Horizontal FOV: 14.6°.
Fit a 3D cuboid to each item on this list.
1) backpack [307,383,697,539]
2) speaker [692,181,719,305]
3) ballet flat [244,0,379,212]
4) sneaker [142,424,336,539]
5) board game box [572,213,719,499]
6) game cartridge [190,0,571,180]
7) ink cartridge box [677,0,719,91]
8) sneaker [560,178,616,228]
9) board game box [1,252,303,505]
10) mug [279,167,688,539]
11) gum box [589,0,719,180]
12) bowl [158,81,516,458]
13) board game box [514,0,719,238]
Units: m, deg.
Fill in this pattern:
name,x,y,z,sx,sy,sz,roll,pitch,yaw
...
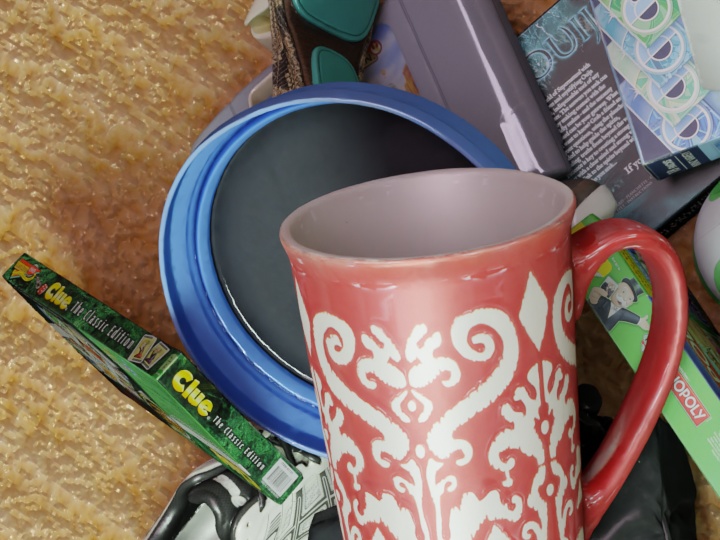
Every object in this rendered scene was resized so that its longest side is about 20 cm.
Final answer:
name,x,y,z,sx,sy,sz,roll,pitch,yaw
backpack,0.073,0.163,1.420,0.199,0.127,0.168,-12,68,20
speaker,0.223,-0.031,1.342,0.088,0.200,0.089,3,77,-11
ballet flat,-0.029,-0.109,1.456,0.075,0.068,0.201,-27,50,38
sneaker,-0.046,0.116,1.492,0.076,0.088,0.200,41,97,22
board game box,0.177,0.071,1.374,0.029,0.134,0.201,-37,65,11
game cartridge,0.004,-0.065,1.506,0.199,0.041,0.134,-30,79,25
ink cartridge box,0.220,-0.164,1.277,0.175,0.201,0.045,7,47,32
sneaker,0.031,-0.024,1.430,0.199,0.077,0.082,-17,93,23
board game box,-0.111,0.054,1.464,0.023,0.105,0.200,-46,32,-10
mug,0.062,0.067,1.273,0.176,0.134,0.201,-4,107,9
gum box,0.213,-0.161,1.415,0.199,0.045,0.171,-20,75,14
bowl,0.000,0.000,1.376,0.199,0.039,0.202,8,119,15
board game box,0.173,-0.115,1.467,0.200,0.028,0.136,-40,71,13
